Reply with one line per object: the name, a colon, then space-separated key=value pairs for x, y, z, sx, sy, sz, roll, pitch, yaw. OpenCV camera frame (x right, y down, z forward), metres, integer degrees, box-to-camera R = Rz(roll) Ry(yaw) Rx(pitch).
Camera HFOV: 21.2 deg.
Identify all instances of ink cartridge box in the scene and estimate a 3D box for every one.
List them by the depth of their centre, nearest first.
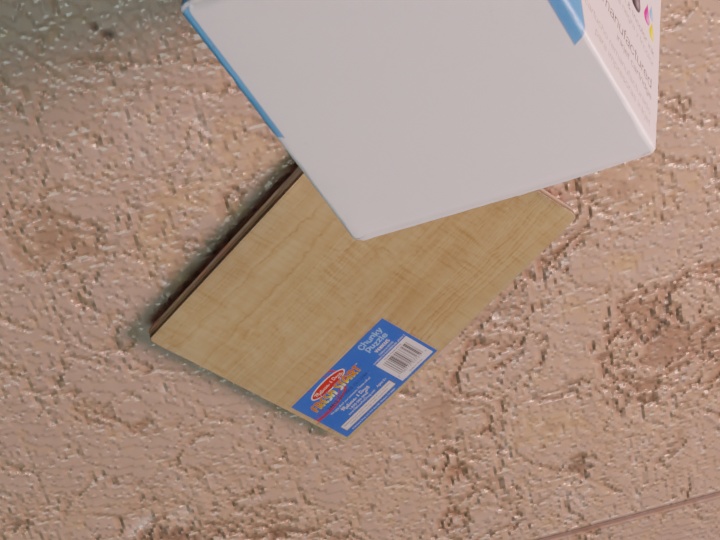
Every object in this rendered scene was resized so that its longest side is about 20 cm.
ink cartridge box: x=0.037 y=-0.148 z=0.825 sx=0.146 sy=0.201 sz=0.147 roll=-16 pitch=133 yaw=26

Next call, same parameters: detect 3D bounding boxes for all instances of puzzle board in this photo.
puzzle board: x=0.000 y=0.000 z=1.073 sx=0.150 sy=0.017 sz=0.200 roll=30 pitch=117 yaw=-32
